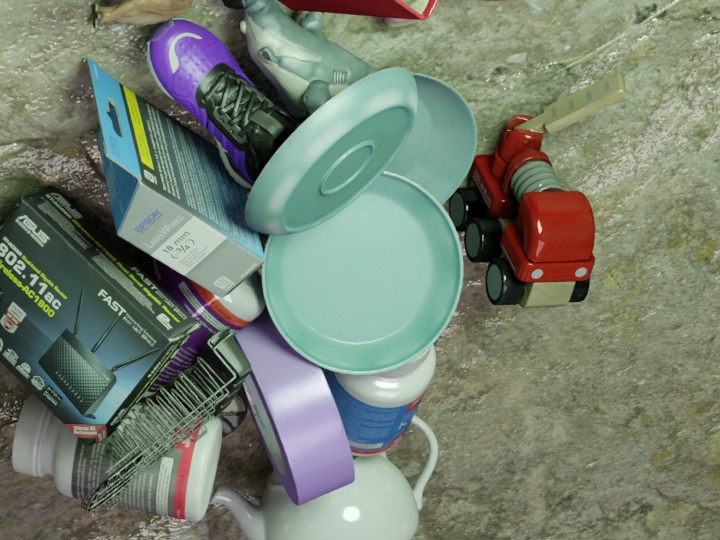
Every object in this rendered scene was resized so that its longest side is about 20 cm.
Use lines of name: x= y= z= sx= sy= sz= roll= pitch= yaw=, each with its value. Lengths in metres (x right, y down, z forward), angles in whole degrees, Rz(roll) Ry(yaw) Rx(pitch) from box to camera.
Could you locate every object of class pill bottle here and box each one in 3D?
pill bottle: x=-0.199 y=0.048 z=1.586 sx=0.200 sy=0.113 sz=0.112 roll=-36 pitch=134 yaw=13
pill bottle: x=-0.249 y=0.186 z=1.645 sx=0.199 sy=0.111 sz=0.111 roll=11 pitch=131 yaw=2
pill bottle: x=0.017 y=0.108 z=1.688 sx=0.112 sy=0.113 sz=0.200 roll=-7 pitch=152 yaw=-15

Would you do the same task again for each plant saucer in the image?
plant saucer: x=0.014 y=-0.120 z=1.564 sx=0.200 sy=0.039 sz=0.201 roll=-11 pitch=135 yaw=-12
plant saucer: x=-0.019 y=-0.098 z=1.434 sx=0.200 sy=0.027 sz=0.200 roll=-38 pitch=164 yaw=-13
plant saucer: x=0.000 y=0.000 z=1.564 sx=0.199 sy=0.036 sz=0.201 roll=-1 pitch=97 yaw=-12

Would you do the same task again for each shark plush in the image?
shark plush: x=-0.062 y=-0.210 z=1.436 sx=0.083 sy=0.091 sz=0.200 roll=-44 pitch=102 yaw=-8

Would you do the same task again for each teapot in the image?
teapot: x=-0.033 y=0.253 z=1.819 sx=0.197 sy=0.200 sz=0.146 roll=-12 pitch=101 yaw=34

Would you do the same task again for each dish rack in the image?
dish rack: x=-0.192 y=0.149 z=1.523 sx=0.200 sy=0.055 sz=0.153 roll=-39 pitch=172 yaw=-25

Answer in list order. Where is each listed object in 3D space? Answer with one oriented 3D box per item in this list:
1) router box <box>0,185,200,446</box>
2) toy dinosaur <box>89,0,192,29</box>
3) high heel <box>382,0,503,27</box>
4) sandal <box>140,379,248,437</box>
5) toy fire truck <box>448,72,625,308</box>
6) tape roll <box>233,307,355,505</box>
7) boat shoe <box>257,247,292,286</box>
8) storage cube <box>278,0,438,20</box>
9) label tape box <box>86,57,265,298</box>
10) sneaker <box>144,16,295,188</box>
router box: x=-0.271 y=0.043 z=1.505 sx=0.150 sy=0.200 sz=0.062 roll=-50 pitch=174 yaw=24
toy dinosaur: x=-0.156 y=-0.260 z=1.342 sx=0.135 sy=0.086 sz=0.200 roll=-2 pitch=140 yaw=-35
high heel: x=0.095 y=-0.286 z=1.424 sx=0.199 sy=0.068 sz=0.096 roll=-15 pitch=147 yaw=11
sandal: x=-0.215 y=0.153 z=1.720 sx=0.200 sy=0.057 sz=0.080 roll=-17 pitch=119 yaw=19
toy fire truck: x=0.188 y=-0.086 z=1.566 sx=0.128 sy=0.176 sz=0.200 roll=-2 pitch=131 yaw=-19
tape roll: x=-0.074 y=0.136 z=1.645 sx=0.065 sy=0.200 sz=0.200 roll=-21 pitch=136 yaw=-10
boat shoe: x=-0.017 y=-0.010 z=1.632 sx=0.199 sy=0.075 sz=0.062 roll=3 pitch=129 yaw=-32
storage cube: x=-0.029 y=-0.311 z=1.230 sx=0.200 sy=0.180 sz=0.171 roll=29 pitch=82 yaw=-38
label tape box: x=-0.186 y=-0.082 z=1.449 sx=0.063 sy=0.144 sz=0.200 roll=-39 pitch=132 yaw=19
sneaker: x=-0.107 y=-0.144 z=1.430 sx=0.070 sy=0.099 sz=0.200 roll=-48 pitch=128 yaw=-13
